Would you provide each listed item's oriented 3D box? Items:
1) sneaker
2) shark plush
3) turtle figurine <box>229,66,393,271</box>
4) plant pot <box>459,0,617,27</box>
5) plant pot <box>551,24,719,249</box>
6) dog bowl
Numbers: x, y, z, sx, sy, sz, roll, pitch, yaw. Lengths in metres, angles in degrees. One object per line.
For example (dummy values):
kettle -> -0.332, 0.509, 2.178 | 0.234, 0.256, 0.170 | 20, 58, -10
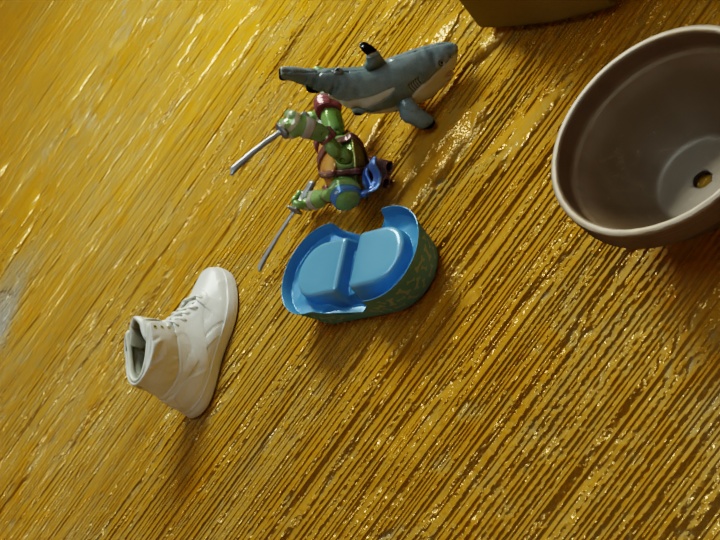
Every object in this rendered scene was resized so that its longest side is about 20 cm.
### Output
sneaker -> -0.220, 0.064, 1.291 | 0.073, 0.115, 0.201 | -22, 48, 39
shark plush -> 0.008, -0.228, 1.212 | 0.091, 0.199, 0.084 | -88, 7, -47
turtle figurine -> -0.070, -0.140, 1.246 | 0.199, 0.144, 0.194 | -23, 40, 21
plant pot -> 0.195, -0.377, 1.106 | 0.176, 0.200, 0.201 | 22, 81, 41
plant pot -> 0.268, -0.097, 0.893 | 0.200, 0.093, 0.202 | -26, 47, 33
dog bowl -> 0.000, 0.000, 1.151 | 0.199, 0.050, 0.112 | -13, 55, 41
